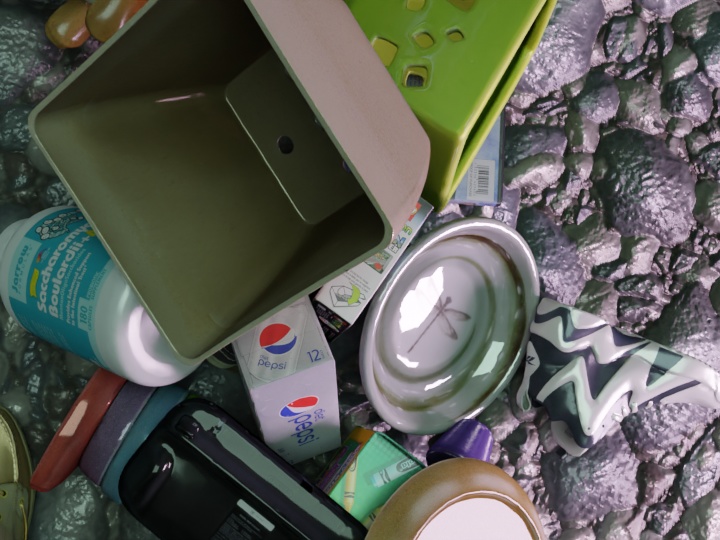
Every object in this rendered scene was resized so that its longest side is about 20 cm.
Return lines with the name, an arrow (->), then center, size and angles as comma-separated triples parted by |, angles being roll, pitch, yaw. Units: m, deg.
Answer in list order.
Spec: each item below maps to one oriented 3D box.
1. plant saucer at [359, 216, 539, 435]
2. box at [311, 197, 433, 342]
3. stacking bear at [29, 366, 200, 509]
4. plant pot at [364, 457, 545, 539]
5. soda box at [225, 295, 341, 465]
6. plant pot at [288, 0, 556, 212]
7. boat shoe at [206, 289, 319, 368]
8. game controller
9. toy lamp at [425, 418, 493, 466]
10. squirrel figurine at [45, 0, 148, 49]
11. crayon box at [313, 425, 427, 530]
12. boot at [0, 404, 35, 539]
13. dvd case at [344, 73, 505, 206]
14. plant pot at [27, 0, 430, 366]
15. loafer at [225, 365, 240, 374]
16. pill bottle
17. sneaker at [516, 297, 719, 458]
plant saucer -> 0.070, 0.044, 0.906 | 0.199, 0.050, 0.202 | -16, 117, -33
box -> 0.000, 0.000, 0.852 | 0.035, 0.200, 0.110 | 35, 81, 0
stacking bear -> -0.143, 0.163, 0.843 | 0.199, 0.121, 0.114 | 31, 103, -3
plant pot -> 0.081, 0.250, 0.813 | 0.199, 0.027, 0.202 | 0, 89, -35
soda box -> -0.058, 0.095, 0.833 | 0.068, 0.200, 0.064 | -20, 64, -9
plant pot -> 0.045, -0.196, 0.868 | 0.181, 0.200, 0.200 | 30, 78, 5
boat shoe -> -0.065, -0.001, 0.877 | 0.072, 0.065, 0.200 | 52, 54, -17
game controller -> -0.085, 0.190, 0.784 | 0.200, 0.042, 0.104 | 40, 95, -4
toy lamp -> 0.053, 0.208, 0.865 | 0.058, 0.058, 0.200 | 40, 56, -2
squirrel figurine -> -0.186, -0.262, 0.874 | 0.186, 0.141, 0.201 | 38, 56, -33
crayon box -> -0.032, 0.227, 0.865 | 0.058, 0.119, 0.200 | 38, 80, -3
boot -> -0.305, 0.204, 0.809 | 0.072, 0.155, 0.202 | 1, 84, -8
dvd case -> 0.038, -0.138, 0.966 | 0.198, 0.018, 0.144 | 4, 82, -7
plant pot -> -0.064, -0.089, 0.714 | 0.199, 0.177, 0.201 | -31, 94, 33
loafer -> -0.148, 0.016, 0.897 | 0.200, 0.067, 0.076 | 40, 80, -2
pill bottle -> -0.208, 0.012, 0.813 | 0.199, 0.111, 0.111 | 16, 79, 38
sneaker -> 0.231, 0.119, 0.940 | 0.198, 0.079, 0.130 | 22, 92, -16
